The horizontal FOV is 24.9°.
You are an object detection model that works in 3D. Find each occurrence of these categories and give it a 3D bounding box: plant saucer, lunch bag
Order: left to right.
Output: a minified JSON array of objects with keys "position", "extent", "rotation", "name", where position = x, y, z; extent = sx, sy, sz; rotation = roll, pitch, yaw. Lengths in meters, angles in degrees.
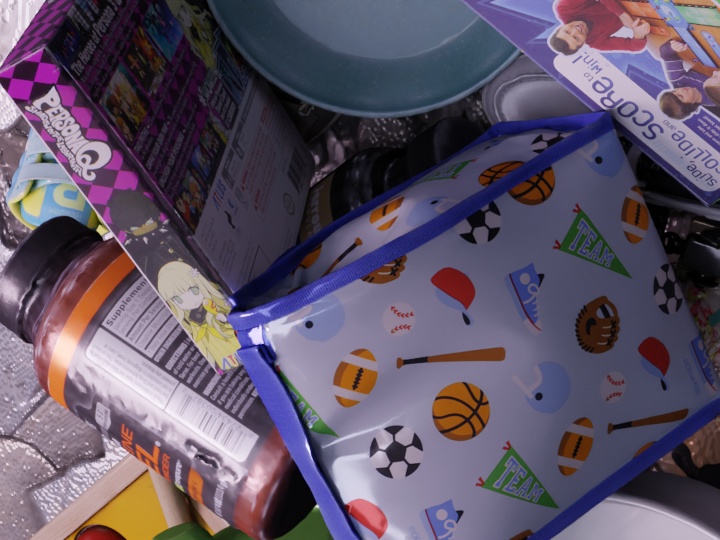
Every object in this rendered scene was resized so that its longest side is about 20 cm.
[{"position":[0.010,-0.183,0.871],"extent":[0.199,0.036,0.201],"rotation":[1,111,2],"name":"plant saucer"},{"position":[0.049,0.042,0.782],"extent":[0.124,0.200,0.171],"rotation":[-2,119,62],"name":"lunch bag"}]

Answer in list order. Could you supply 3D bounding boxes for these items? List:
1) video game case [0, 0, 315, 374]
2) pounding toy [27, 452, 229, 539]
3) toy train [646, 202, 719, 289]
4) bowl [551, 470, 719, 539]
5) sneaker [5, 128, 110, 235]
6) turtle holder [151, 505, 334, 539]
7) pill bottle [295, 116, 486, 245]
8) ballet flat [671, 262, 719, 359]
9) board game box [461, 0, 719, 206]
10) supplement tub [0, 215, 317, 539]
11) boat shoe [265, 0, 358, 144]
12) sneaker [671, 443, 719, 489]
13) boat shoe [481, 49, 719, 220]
[{"position":[-0.092,-0.073,0.820],"extent":[0.036,0.200,0.182],"rotation":[-25,116,19],"name":"video game case"},{"position":[-0.107,0.167,1.029],"extent":[0.200,0.142,0.184],"rotation":[-40,88,32],"name":"pounding toy"},{"position":[0.201,-0.004,0.852],"extent":[0.199,0.046,0.034],"rotation":[18,112,11],"name":"toy train"},{"position":[0.164,0.179,0.854],"extent":[0.200,0.090,0.202],"rotation":[18,126,26],"name":"bowl"},{"position":[-0.150,-0.095,0.937],"extent":[0.079,0.131,0.200],"rotation":[15,137,-7],"name":"sneaker"},{"position":[-0.019,0.193,0.908],"extent":[0.141,0.185,0.132],"rotation":[14,128,51],"name":"turtle holder"},{"position":[0.000,0.000,0.930],"extent":[0.200,0.112,0.112],"rotation":[-35,91,32],"name":"pill bottle"},{"position":[0.120,0.047,0.914],"extent":[0.199,0.064,0.076],"rotation":[-28,95,33],"name":"ballet flat"},{"position":[0.132,-0.126,0.726],"extent":[0.200,0.035,0.135],"rotation":[38,139,-15],"name":"board game box"},{"position":[-0.100,0.050,0.873],"extent":[0.199,0.107,0.107],"rotation":[32,120,17],"name":"supplement tub"},{"position":[-0.066,-0.090,0.960],"extent":[0.072,0.060,0.202],"rotation":[47,122,4],"name":"boat shoe"},{"position":[0.236,0.108,0.869],"extent":[0.139,0.078,0.201],"rotation":[20,116,18],"name":"sneaker"},{"position":[0.150,-0.067,0.852],"extent":[0.199,0.068,0.072],"rotation":[24,118,17],"name":"boat shoe"}]
